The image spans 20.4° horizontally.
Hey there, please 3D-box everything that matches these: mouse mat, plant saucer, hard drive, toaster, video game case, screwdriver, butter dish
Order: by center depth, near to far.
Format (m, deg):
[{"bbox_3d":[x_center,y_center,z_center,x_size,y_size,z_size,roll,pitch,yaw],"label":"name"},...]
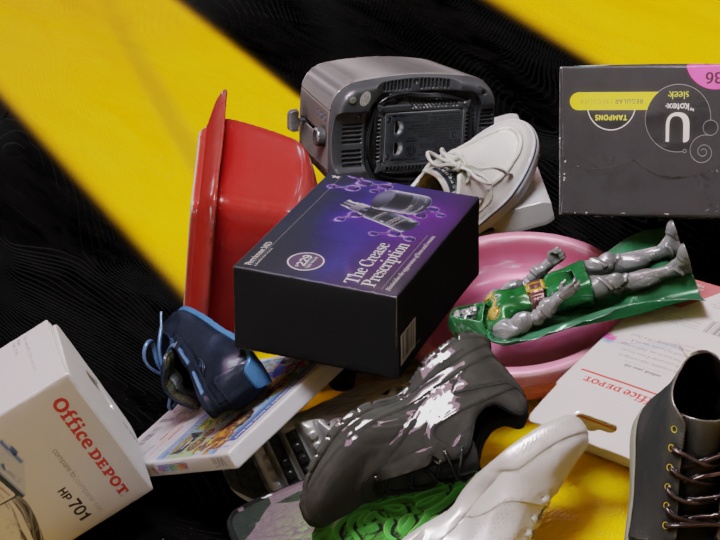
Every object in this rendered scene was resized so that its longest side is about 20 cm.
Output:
[{"bbox_3d":[0.011,0.205,1.521,0.199,0.008,0.161,-23,50,-9],"label":"mouse mat"},{"bbox_3d":[-0.110,0.119,1.649,0.143,0.018,0.200,-42,16,-32],"label":"video game case"},{"bbox_3d":[0.131,0.043,1.677,0.199,0.051,0.201,-4,35,3],"label":"plant saucer"},{"bbox_3d":[-0.011,0.011,1.736,0.029,0.028,0.201,-1,64,13],"label":"screwdriver"},{"bbox_3d":[-0.081,-0.033,1.801,0.147,0.201,0.200,4,35,-4],"label":"butter dish"},{"bbox_3d":[0.035,-0.139,1.858,0.199,0.114,0.129,-6,21,-22],"label":"toaster"},{"bbox_3d":[0.102,-0.082,1.886,0.131,0.027,0.200,-15,28,3],"label":"hard drive"}]

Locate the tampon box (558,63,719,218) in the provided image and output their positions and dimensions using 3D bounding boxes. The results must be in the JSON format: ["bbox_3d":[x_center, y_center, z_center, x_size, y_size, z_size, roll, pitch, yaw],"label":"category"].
[{"bbox_3d":[0.267,-0.108,1.700,0.149,0.127,0.200,1,2,23],"label":"tampon box"}]

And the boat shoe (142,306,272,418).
[{"bbox_3d":[-0.142,0.076,1.659,0.069,0.084,0.200,-40,13,-13],"label":"boat shoe"}]

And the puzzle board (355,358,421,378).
[{"bbox_3d":[0.024,0.030,1.791,0.150,0.017,0.200,-10,34,12],"label":"puzzle board"}]

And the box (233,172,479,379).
[{"bbox_3d":[0.000,0.000,1.618,0.140,0.079,0.200,8,27,20],"label":"box"}]

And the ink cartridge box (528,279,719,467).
[{"bbox_3d":[0.236,0.095,1.561,0.116,0.068,0.200,18,47,42],"label":"ink cartridge box"}]

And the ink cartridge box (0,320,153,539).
[{"bbox_3d":[-0.289,0.158,1.596,0.199,0.147,0.086,-31,35,1],"label":"ink cartridge box"}]

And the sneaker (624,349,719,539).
[{"bbox_3d":[0.227,0.160,1.388,0.074,0.106,0.201,0,60,-7],"label":"sneaker"}]

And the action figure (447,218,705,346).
[{"bbox_3d":[0.166,0.017,1.607,0.199,0.055,0.118,-19,27,4],"label":"action figure"}]

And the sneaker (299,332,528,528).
[{"bbox_3d":[0.041,0.134,1.521,0.200,0.076,0.091,-39,63,-9],"label":"sneaker"}]

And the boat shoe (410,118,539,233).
[{"bbox_3d":[0.079,-0.074,1.763,0.202,0.086,0.075,-41,61,-13],"label":"boat shoe"}]

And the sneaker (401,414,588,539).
[{"bbox_3d":[0.105,0.195,1.465,0.200,0.075,0.089,-42,70,-5],"label":"sneaker"}]

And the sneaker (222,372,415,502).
[{"bbox_3d":[-0.015,0.134,1.624,0.199,0.076,0.081,-19,16,-1],"label":"sneaker"}]
